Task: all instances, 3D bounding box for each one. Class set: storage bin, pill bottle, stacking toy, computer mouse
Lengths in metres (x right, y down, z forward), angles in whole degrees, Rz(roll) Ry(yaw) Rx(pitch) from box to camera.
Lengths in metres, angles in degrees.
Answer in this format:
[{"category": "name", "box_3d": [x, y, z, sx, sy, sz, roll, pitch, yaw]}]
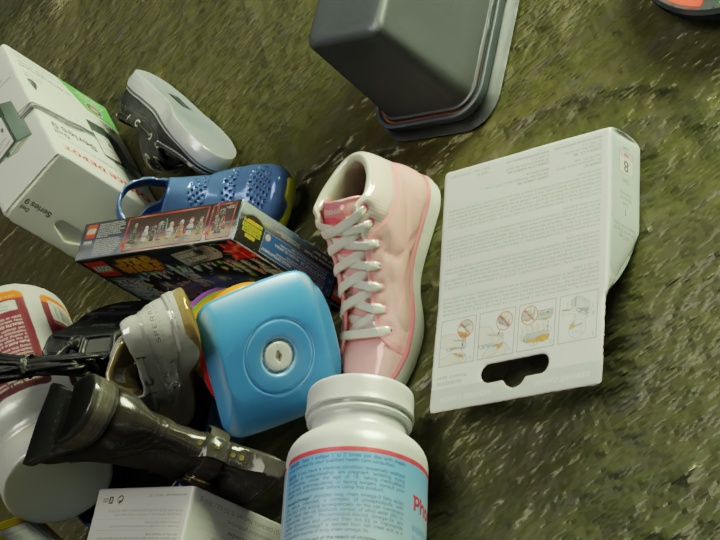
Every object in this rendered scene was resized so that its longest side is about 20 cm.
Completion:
[{"category": "storage bin", "box_3d": [0.035, -0.230, 1.652, 0.145, 0.134, 0.201, -6, 62, 43]}, {"category": "pill bottle", "box_3d": [-0.285, 0.115, 1.722, 0.114, 0.114, 0.200, -45, 42, 16]}, {"category": "stacking toy", "box_3d": [-0.108, 0.054, 1.624, 0.200, 0.109, 0.117, 15, 122, 61]}, {"category": "computer mouse", "box_3d": [-0.246, 0.070, 1.659, 0.140, 0.200, 0.046, -4, 102, 17]}, {"category": "pill bottle", "box_3d": [-0.004, 0.183, 1.466, 0.108, 0.109, 0.201, -19, 54, 36]}]

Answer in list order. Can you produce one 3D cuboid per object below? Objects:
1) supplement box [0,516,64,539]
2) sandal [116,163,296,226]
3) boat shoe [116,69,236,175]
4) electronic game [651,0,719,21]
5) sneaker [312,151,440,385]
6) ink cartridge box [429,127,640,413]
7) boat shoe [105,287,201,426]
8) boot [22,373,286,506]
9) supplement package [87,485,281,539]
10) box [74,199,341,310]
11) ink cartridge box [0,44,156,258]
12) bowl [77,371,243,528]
[{"category": "supplement box", "box_3d": [-0.290, 0.282, 1.608, 0.109, 0.200, 0.110, 38, 97, 9]}, {"category": "sandal", "box_3d": [-0.143, -0.054, 1.763, 0.199, 0.087, 0.080, -16, 55, 36]}, {"category": "boat shoe", "box_3d": [-0.180, -0.124, 1.856, 0.066, 0.070, 0.200, -59, 40, 11]}, {"category": "electronic game", "box_3d": [0.288, -0.280, 1.500, 0.199, 0.042, 0.201, -23, 53, 34]}, {"category": "sneaker", "box_3d": [0.000, 0.000, 1.575, 0.075, 0.104, 0.201, -7, 64, 41]}, {"category": "ink cartridge box", "box_3d": [0.131, 0.005, 1.491, 0.162, 0.057, 0.201, -14, 66, 39]}, {"category": "boat shoe", "box_3d": [-0.169, 0.075, 1.574, 0.069, 0.200, 0.071, -16, 66, -14]}, {"category": "boot", "box_3d": [-0.162, 0.146, 1.555, 0.200, 0.173, 0.070, -20, 50, 63]}, {"category": "supplement package", "box_3d": [-0.148, 0.281, 1.541, 0.119, 0.121, 0.201, -7, 63, 43]}, {"category": "box", "box_3d": [-0.126, -0.004, 1.675, 0.199, 0.137, 0.040, -7, 60, 43]}, {"category": "ink cartridge box", "box_3d": [-0.287, -0.104, 1.890, 0.084, 0.146, 0.200, -46, 43, 12]}, {"category": "bowl", "box_3d": [-0.182, 0.143, 1.720, 0.200, 0.039, 0.202, -23, 53, 34]}]
